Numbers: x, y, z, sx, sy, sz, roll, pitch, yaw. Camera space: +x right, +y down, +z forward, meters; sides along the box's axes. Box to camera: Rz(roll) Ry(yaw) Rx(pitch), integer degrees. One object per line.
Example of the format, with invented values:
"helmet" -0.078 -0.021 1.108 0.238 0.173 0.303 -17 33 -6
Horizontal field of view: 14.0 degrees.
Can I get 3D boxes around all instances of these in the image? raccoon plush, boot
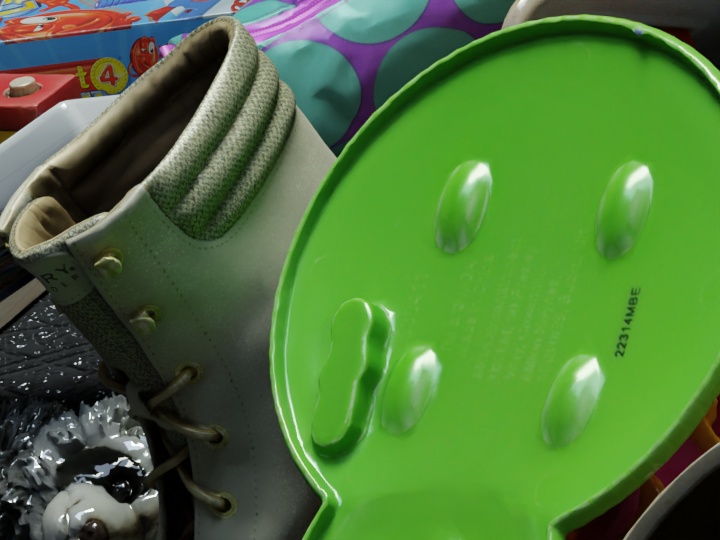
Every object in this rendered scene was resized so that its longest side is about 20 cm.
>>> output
"raccoon plush" -0.105 0.060 0.964 0.134 0.097 0.200 -4 23 -6
"boot" -0.051 0.047 0.821 0.072 0.155 0.200 11 60 51

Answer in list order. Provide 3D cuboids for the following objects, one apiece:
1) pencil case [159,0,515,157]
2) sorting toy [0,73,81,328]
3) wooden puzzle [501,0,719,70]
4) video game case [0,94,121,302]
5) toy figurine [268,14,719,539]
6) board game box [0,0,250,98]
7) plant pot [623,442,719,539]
"pencil case" 0.018 -0.116 1.229 0.200 0.092 0.085 -35 58 -2
"sorting toy" -0.218 -0.029 1.222 0.198 0.070 0.200 3 28 28
"wooden puzzle" 0.126 -0.066 1.094 0.200 0.185 0.046 -22 68 -19
"video game case" -0.136 -0.004 0.990 0.182 0.024 0.200 -34 -2 13
"toy figurine" 0.081 0.061 0.804 0.150 0.184 0.200 1 66 39
"board game box" -0.101 -0.125 1.402 0.195 0.056 0.200 -7 24 7
"plant pot" 0.165 0.090 0.710 0.186 0.187 0.200 -1 12 20
